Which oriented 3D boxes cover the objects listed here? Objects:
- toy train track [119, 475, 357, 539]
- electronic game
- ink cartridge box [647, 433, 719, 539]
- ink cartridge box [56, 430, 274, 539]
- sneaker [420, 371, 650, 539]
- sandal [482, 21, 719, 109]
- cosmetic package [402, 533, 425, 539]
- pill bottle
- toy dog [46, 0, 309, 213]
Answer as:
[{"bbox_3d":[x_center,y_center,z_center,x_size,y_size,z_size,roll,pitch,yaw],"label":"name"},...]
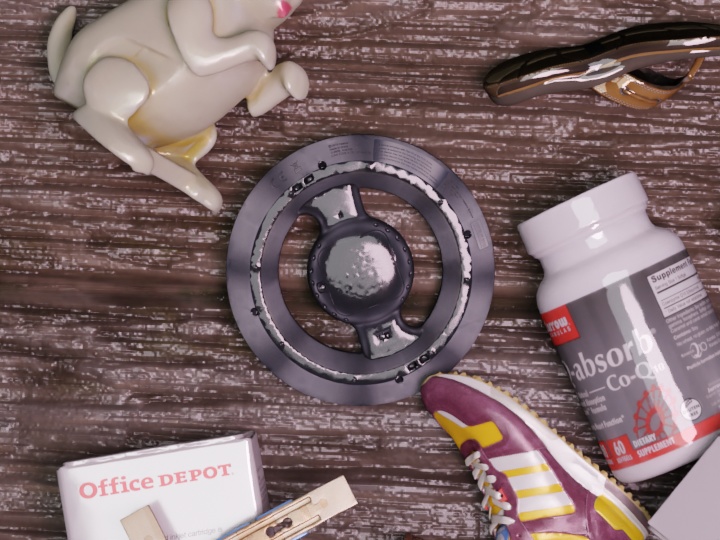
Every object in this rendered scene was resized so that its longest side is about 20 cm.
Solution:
[{"bbox_3d":[-0.095,0.202,1.604,0.199,0.033,0.115,-28,82,-4],"label":"toy train track"},{"bbox_3d":[0.000,0.000,1.673,0.199,0.042,0.201,0,97,-1],"label":"electronic game"},{"bbox_3d":[0.305,0.138,1.580,0.084,0.145,0.200,39,90,27],"label":"ink cartridge box"},{"bbox_3d":[-0.131,0.226,1.661,0.144,0.084,0.201,-9,90,2],"label":"ink cartridge box"},{"bbox_3d":[0.112,0.157,1.641,0.200,0.075,0.090,37,74,6],"label":"sneaker"},{"bbox_3d":[0.190,-0.140,1.646,0.199,0.082,0.055,-14,106,2],"label":"sandal"},{"bbox_3d":[0.106,0.271,1.638,0.199,0.103,0.088,22,92,2],"label":"cosmetic package"},{"bbox_3d":[0.195,0.040,1.625,0.115,0.116,0.201,-25,88,3],"label":"pill bottle"},{"bbox_3d":[-0.118,-0.172,1.649,0.200,0.139,0.194,-53,51,4],"label":"toy dog"}]
